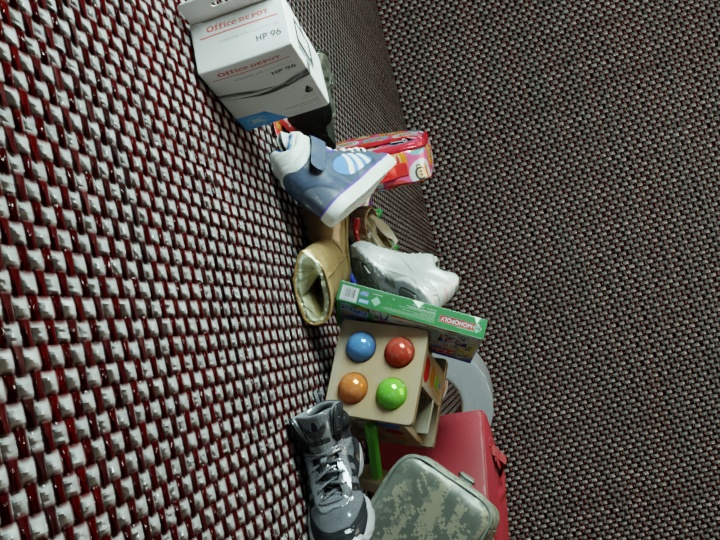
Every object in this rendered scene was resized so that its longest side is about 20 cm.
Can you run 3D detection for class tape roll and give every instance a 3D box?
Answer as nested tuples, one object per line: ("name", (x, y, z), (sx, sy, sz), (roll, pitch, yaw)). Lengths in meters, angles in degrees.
("tape roll", (0.112, 0.204, 1.603), (0.066, 0.196, 0.204), (-64, 138, -74))

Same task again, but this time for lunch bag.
("lunch bag", (0.067, 0.324, 1.174), (0.202, 0.138, 0.168), (-58, 161, -4))
("lunch bag", (0.016, -0.162, 1.593), (0.176, 0.196, 0.084), (-72, 150, -74))

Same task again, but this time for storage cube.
("storage cube", (0.121, 0.339, 1.486), (0.182, 0.196, 0.173), (-86, 160, -46))

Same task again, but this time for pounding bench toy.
("pounding bench toy", (0.029, 0.187, 1.350), (0.156, 0.122, 0.204), (54, 45, -63))

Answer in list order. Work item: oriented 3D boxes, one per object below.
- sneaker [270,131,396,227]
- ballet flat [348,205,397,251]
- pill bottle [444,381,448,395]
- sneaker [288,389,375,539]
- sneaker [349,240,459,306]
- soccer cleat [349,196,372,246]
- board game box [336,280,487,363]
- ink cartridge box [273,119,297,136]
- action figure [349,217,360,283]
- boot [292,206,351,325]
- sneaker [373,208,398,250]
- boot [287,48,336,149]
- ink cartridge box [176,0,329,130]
("sneaker", (-0.044, -0.154, 1.402), (0.146, 0.081, 0.200), (43, 38, 2))
("ballet flat", (0.044, -0.022, 1.683), (0.201, 0.065, 0.071), (54, 39, -14))
("pill bottle", (0.077, 0.152, 1.732), (0.201, 0.112, 0.116), (63, 15, -51))
("sneaker", (-0.037, 0.216, 1.107), (0.201, 0.074, 0.116), (-98, 170, -63))
("sneaker", (0.064, 0.006, 1.462), (0.199, 0.098, 0.079), (32, -42, 40))
("soccer cleat", (-0.014, -0.104, 1.744), (0.073, 0.067, 0.204), (5, 70, -67))
("board game box", (0.065, 0.071, 1.361), (0.135, 0.196, 0.030), (93, 12, -71))
("ink cartridge box", (-0.106, -0.281, 1.504), (0.161, 0.049, 0.204), (31, 44, -77))
("action figure", (0.000, 0.000, 1.565), (0.099, 0.064, 0.203), (91, -17, -63))
("boot", (-0.055, -0.035, 1.386), (0.200, 0.065, 0.179), (-54, 129, -76))
("sneaker", (0.031, -0.015, 1.802), (0.074, 0.082, 0.204), (-24, 100, -81))
("boot", (-0.070, -0.270, 1.499), (0.200, 0.066, 0.134), (77, 12, -73))
("ink cartridge box", (-0.119, -0.243, 1.161), (0.200, 0.114, 0.069), (48, 27, -69))
